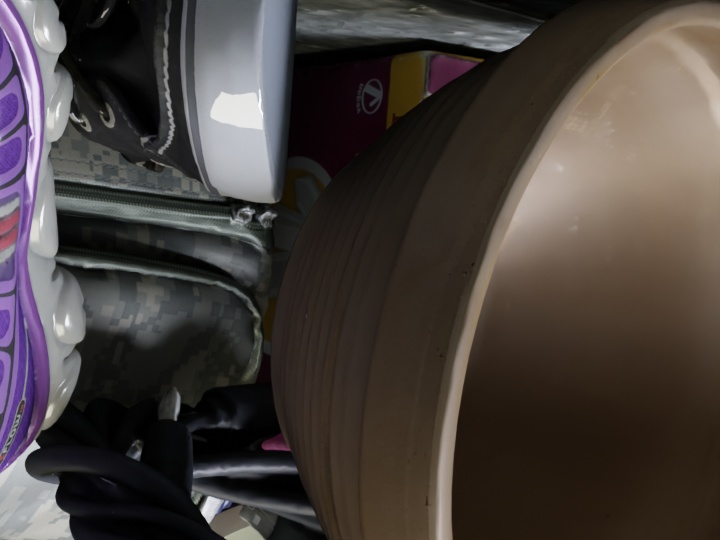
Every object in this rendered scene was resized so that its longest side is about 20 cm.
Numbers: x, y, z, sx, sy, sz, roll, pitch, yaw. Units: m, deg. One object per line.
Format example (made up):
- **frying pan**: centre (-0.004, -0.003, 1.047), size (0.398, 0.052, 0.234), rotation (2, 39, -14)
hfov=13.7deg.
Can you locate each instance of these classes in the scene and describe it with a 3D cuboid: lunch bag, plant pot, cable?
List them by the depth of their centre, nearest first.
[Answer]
- **plant pot**: centre (0.042, 0.020, 0.807), size (0.093, 0.201, 0.201), rotation (14, -178, 35)
- **cable**: centre (-0.005, 0.094, 0.836), size (0.200, 0.051, 0.163), rotation (47, -165, 33)
- **lunch bag**: centre (-0.124, 0.003, 0.918), size (0.139, 0.168, 0.200), rotation (1, 176, 42)

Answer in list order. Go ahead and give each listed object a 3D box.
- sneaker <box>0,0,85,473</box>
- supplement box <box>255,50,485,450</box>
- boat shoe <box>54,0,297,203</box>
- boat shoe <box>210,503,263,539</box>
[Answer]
- **sneaker**: centre (-0.115, -0.011, 0.735), size (0.081, 0.200, 0.083), rotation (7, -138, 19)
- **supplement box**: centre (0.000, 0.000, 1.019), size (0.103, 0.131, 0.200), rotation (7, 175, -34)
- **boat shoe**: centre (-0.050, -0.056, 0.771), size (0.066, 0.070, 0.200), rotation (3, -176, -1)
- **boat shoe**: centre (-0.013, 0.072, 1.175), size (0.201, 0.063, 0.074), rotation (-10, 153, -44)
